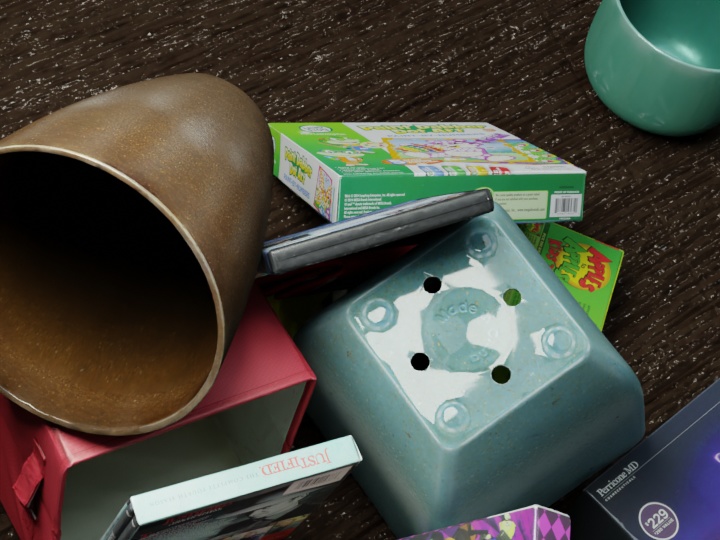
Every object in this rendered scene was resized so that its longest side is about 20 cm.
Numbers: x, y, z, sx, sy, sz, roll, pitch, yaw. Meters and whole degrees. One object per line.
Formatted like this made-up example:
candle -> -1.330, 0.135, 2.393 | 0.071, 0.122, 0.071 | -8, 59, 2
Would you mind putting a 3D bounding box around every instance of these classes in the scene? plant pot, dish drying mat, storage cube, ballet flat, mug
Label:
plant pot -> 0.071, 0.066, 1.112 | 0.196, 0.200, 0.196 | -34, 73, -9
plant pot -> -0.130, -0.035, 0.986 | 0.187, 0.187, 0.200 | 27, 36, 4
dish drying mat -> 0.000, 0.000, 1.176 | 0.200, 0.077, 0.018 | -6, 78, -65
storage cube -> -0.159, 0.074, 1.100 | 0.200, 0.171, 0.180 | -19, 60, -28
ballet flat -> -0.045, 0.019, 1.238 | 0.067, 0.067, 0.200 | 68, 25, -10
mug -> 0.294, -0.193, 1.481 | 0.185, 0.114, 0.152 | 11, 51, -10

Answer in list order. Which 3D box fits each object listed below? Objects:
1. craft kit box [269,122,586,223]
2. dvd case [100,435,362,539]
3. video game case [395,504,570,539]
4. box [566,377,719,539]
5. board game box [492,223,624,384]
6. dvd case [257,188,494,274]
craft kit box -> 0.046, -0.078, 1.293 | 0.200, 0.049, 0.197 | -2, 14, -19
dvd case -> -0.096, 0.162, 1.035 | 0.146, 0.200, 0.022 | -13, 72, -25
video game case -> 0.050, 0.256, 1.003 | 0.036, 0.181, 0.200 | 24, 60, -33
box -> 0.263, 0.178, 1.217 | 0.200, 0.079, 0.141 | -32, 66, -34
board game box -> 0.134, 0.050, 1.290 | 0.101, 0.048, 0.200 | 23, 51, -1
dvd case -> -0.004, -0.024, 1.078 | 0.142, 0.200, 0.018 | -16, 93, -10
